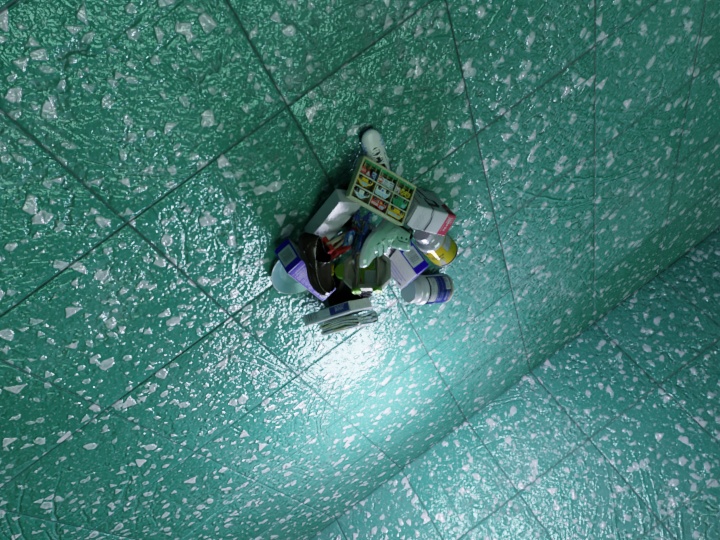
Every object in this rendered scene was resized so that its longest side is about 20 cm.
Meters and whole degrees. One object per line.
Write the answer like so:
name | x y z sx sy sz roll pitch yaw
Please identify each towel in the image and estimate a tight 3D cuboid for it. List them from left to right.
towel | -0.040 0.187 1.952 0.168 0.049 0.199 -15 173 19

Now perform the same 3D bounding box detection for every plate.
plate | -0.198 -0.008 1.748 0.197 0.026 0.203 -21 137 -20

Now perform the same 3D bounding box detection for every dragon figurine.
dragon figurine | -0.013 -0.087 1.622 0.099 0.058 0.203 -7 122 -65

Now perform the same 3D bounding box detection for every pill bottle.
pill bottle | 0.257 0.072 2.106 0.197 0.116 0.117 -2 130 -35
pill bottle | 0.264 -0.102 1.942 0.112 0.112 0.199 -44 141 8

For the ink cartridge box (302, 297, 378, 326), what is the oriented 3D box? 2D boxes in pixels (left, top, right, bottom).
ink cartridge box | -0.066 0.140 1.874 0.194 0.044 0.199 -20 173 28

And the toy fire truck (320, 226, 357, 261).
toy fire truck | -0.066 -0.086 1.682 0.199 0.049 0.141 -34 171 -26

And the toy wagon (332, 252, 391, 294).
toy wagon | 0.000 0.000 1.739 0.196 0.158 0.040 -2 154 8

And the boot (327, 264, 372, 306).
boot | -0.026 0.041 1.877 0.155 0.080 0.212 -11 149 -21

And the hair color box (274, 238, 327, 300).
hair color box | -0.166 0.000 1.660 0.065 0.110 0.200 -39 142 4

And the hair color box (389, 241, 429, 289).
hair color box | 0.155 -0.018 1.872 0.064 0.110 0.200 -34 174 -20

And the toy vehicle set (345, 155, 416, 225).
toy vehicle set | 0.061 -0.228 1.568 0.198 0.026 0.126 24 82 -28

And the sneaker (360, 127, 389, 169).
sneaker | 0.051 -0.327 1.589 0.071 0.073 0.202 -29 139 -7

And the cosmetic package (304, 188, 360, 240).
cosmetic package | -0.084 -0.162 1.612 0.081 0.051 0.200 -2 151 -38

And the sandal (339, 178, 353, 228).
sandal | -0.037 -0.210 1.651 0.078 0.058 0.202 21 140 -7

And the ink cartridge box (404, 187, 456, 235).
ink cartridge box | 0.192 -0.201 1.761 0.198 0.146 0.084 9 125 -42

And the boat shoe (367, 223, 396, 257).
boat shoe | 0.053 -0.087 1.834 0.086 0.075 0.201 -42 151 10

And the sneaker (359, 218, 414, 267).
sneaker | 0.083 -0.074 1.620 0.202 0.117 0.074 -54 159 -22

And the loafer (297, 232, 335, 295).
loafer | -0.115 -0.014 1.552 0.073 0.070 0.203 -51 129 -44
